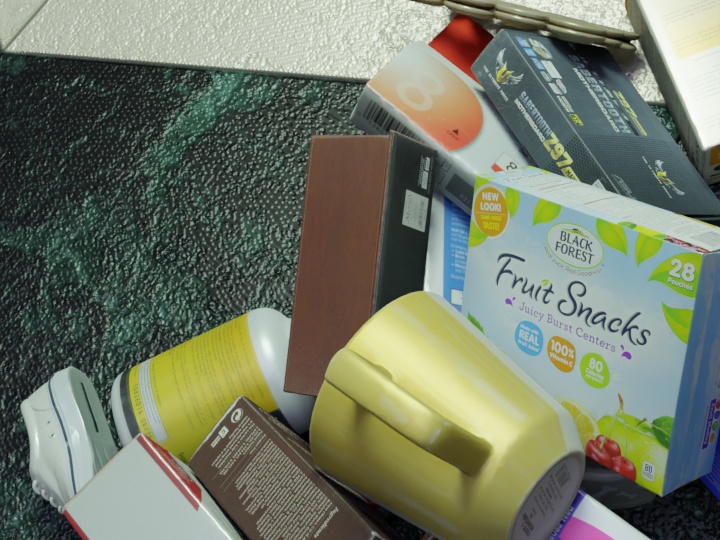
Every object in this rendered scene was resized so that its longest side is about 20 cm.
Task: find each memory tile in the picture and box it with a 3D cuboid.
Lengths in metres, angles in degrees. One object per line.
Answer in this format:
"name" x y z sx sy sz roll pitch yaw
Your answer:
"memory tile" 0.140 -0.227 1.013 0.198 0.153 0.017 20 108 25

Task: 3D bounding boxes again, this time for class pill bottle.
"pill bottle" -0.101 0.100 0.965 0.198 0.112 0.113 -25 64 5
"pill bottle" 0.056 -0.021 0.969 0.111 0.112 0.203 -3 67 14

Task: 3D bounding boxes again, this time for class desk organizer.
"desk organizer" 0.000 0.000 0.871 0.076 0.071 0.203 4 86 32

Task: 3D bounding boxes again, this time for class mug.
"mug" 0.056 0.120 0.764 0.152 0.185 0.151 33 120 33

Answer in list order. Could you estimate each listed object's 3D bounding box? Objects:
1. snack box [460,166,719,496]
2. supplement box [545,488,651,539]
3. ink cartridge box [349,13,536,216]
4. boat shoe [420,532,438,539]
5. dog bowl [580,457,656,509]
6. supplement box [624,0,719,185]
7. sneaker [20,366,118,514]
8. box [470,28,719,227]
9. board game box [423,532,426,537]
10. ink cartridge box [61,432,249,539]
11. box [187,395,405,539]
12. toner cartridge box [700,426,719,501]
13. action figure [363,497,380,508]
"snack box" 0.160 0.033 0.797 0.199 0.067 0.171 26 118 44
"supplement box" 0.204 0.255 0.780 0.199 0.104 0.102 34 79 21
"ink cartridge box" 0.108 -0.141 0.964 0.162 0.050 0.200 38 53 5
"boat shoe" 0.043 0.252 0.841 0.073 0.069 0.201 26 78 24
"dog bowl" 0.195 0.086 0.918 0.197 0.059 0.203 -5 68 13
"supplement box" 0.318 -0.190 0.983 0.124 0.074 0.202 -18 65 7
"sneaker" -0.249 0.184 1.004 0.070 0.073 0.201 -33 55 11
"box" 0.198 -0.105 0.938 0.051 0.156 0.202 -46 61 34
"board game box" 0.108 0.317 0.859 0.198 0.041 0.202 18 75 21
"ink cartridge box" -0.119 0.226 0.873 0.084 0.200 0.144 -43 64 -9
"box" -0.035 0.184 0.836 0.075 0.100 0.199 -51 39 -5
"toner cartridge box" 0.243 0.084 0.808 0.043 0.096 0.201 -21 55 -27
"action figure" 0.012 0.168 0.945 0.197 0.052 0.066 -12 61 9
